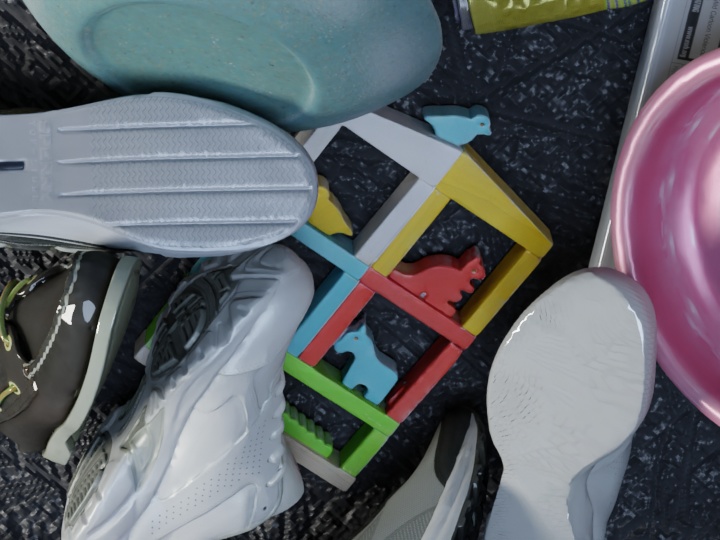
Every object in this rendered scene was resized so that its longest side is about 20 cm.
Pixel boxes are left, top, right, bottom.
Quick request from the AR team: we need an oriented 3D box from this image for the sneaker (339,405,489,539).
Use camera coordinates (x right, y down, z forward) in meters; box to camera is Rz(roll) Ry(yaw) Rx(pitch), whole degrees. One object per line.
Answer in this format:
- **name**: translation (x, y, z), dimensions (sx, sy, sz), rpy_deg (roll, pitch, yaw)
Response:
- **sneaker**: translation (0.005, 0.148, 1.311), dimensions (0.079, 0.200, 0.074), rpy_deg (24, 159, 15)

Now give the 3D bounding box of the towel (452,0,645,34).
- **towel**: translation (0.124, -0.190, 1.210), dimensions (0.200, 0.023, 0.144), rpy_deg (-10, 103, 2)

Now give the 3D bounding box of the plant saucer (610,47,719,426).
- **plant saucer**: translation (0.208, -0.012, 1.225), dimensions (0.200, 0.051, 0.201), rpy_deg (15, 115, 35)

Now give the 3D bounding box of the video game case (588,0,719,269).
- **video game case**: translation (0.216, -0.061, 1.290), dimensions (0.182, 0.023, 0.200), rpy_deg (9, 114, -7)

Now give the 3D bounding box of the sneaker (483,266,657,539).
- **sneaker**: translation (0.105, 0.069, 1.307), dimensions (0.075, 0.088, 0.200), rpy_deg (22, 128, 14)

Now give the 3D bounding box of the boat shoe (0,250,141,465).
- **boat shoe**: translation (-0.145, 0.037, 1.244), dimensions (0.061, 0.072, 0.201), rpy_deg (23, 155, -5)

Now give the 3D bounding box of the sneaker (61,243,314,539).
- **sneaker**: translation (-0.062, 0.071, 1.295), dimensions (0.099, 0.078, 0.200), rpy_deg (22, 123, -19)

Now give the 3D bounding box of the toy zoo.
- **toy zoo**: translation (0.000, 0.000, 1.308), dimensions (0.131, 0.020, 0.200), rpy_deg (34, 110, -17)

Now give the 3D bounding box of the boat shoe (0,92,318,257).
- **boat shoe**: translation (-0.117, -0.043, 1.213), dimensions (0.200, 0.071, 0.072), rpy_deg (4, 87, 4)

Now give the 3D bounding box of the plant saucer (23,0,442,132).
- **plant saucer**: translation (-0.066, -0.104, 1.178), dimensions (0.201, 0.039, 0.201), rpy_deg (12, 155, 6)

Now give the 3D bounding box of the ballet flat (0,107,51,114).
- **ballet flat**: translation (-0.200, -0.051, 1.260), dimensions (0.200, 0.046, 0.067), rpy_deg (14, 114, -9)
